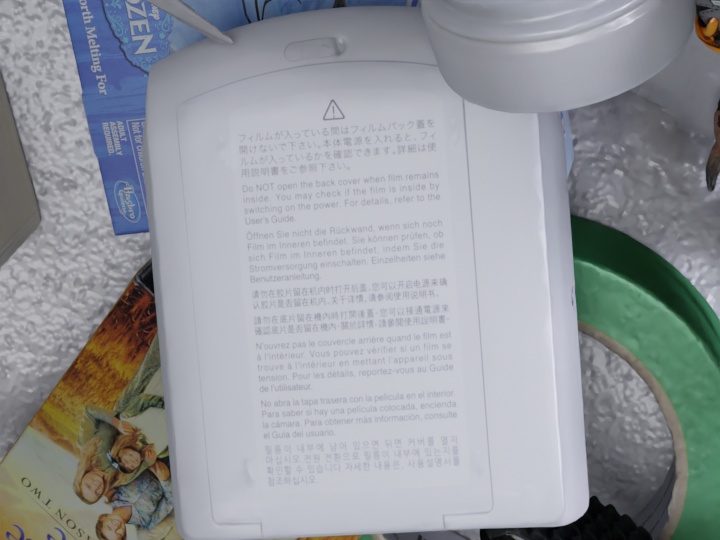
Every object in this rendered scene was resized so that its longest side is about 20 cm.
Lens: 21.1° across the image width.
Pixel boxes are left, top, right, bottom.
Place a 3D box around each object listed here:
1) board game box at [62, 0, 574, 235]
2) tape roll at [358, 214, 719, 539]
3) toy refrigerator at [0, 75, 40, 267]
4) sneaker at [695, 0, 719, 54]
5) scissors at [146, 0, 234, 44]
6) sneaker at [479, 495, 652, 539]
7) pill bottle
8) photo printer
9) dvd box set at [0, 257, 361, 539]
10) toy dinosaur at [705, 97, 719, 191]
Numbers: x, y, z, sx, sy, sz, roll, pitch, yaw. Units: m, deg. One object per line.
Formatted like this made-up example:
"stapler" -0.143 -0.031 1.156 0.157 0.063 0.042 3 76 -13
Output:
"board game box" -0.024 -0.122 0.783 0.197 0.043 0.202 -6 110 13
"tape roll" 0.070 0.075 0.843 0.199 0.048 0.202 4 112 10
"toy refrigerator" -0.252 -0.030 0.852 0.198 0.070 0.077 -7 110 14
"sneaker" 0.146 -0.119 0.734 0.199 0.078 0.078 28 120 -2
"scissors" -0.124 -0.141 0.760 0.199 0.014 0.074 22 124 37
"sneaker" 0.116 0.170 0.806 0.199 0.070 0.090 33 112 -18
"pill bottle" 0.049 -0.160 0.627 0.112 0.114 0.201 -8 127 14
"photo printer" 0.000 0.000 0.747 0.165 0.069 0.202 -5 96 8
"dvd box set" -0.087 0.105 0.864 0.146 0.029 0.200 43 127 2
"toy dinosaur" 0.174 0.034 0.745 0.085 0.135 0.202 25 77 -32
